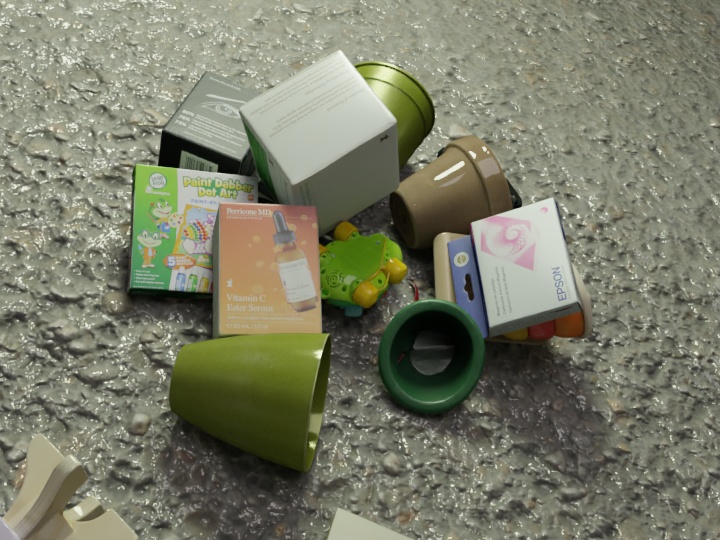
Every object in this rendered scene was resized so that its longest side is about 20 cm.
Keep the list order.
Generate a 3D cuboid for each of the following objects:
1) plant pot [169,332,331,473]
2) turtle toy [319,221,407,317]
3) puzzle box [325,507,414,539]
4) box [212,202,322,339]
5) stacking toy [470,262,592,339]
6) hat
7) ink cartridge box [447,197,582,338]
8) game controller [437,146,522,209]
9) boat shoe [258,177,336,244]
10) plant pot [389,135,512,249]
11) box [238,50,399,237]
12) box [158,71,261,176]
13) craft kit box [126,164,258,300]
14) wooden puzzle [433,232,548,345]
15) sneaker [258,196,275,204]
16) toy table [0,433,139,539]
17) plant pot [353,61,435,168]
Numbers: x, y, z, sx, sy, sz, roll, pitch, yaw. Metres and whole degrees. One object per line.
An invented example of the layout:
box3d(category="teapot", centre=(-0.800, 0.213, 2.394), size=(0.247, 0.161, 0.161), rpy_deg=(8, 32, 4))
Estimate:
box3d(category="plant pot", centre=(-0.153, 0.165, 1.264), size=(0.197, 0.189, 0.188), rpy_deg=(8, 45, 4))
box3d(category="turtle toy", centre=(0.000, 0.000, 1.512), size=(0.145, 0.102, 0.199), rpy_deg=(38, 49, 20))
box3d(category="puzzle box", centre=(0.038, 0.408, 1.209), size=(0.198, 0.026, 0.134), rpy_deg=(24, 45, -1))
box3d(category="box", centre=(-0.142, 0.013, 1.372), size=(0.150, 0.106, 0.203), rpy_deg=(1, 72, -14))
box3d(category="stacking toy", centre=(0.266, 0.068, 1.510), size=(0.198, 0.147, 0.147), rpy_deg=(-19, 55, -4))
box3d(category="hat", centre=(0.113, 0.129, 1.504), size=(0.164, 0.176, 0.202), rpy_deg=(27, 84, 2))
box3d(category="ink cartridge box", centre=(0.237, 0.000, 1.480), size=(0.198, 0.043, 0.198), rpy_deg=(-17, 57, 17))
box3d(category="game controller", centre=(0.235, -0.181, 1.836), size=(0.103, 0.042, 0.201), rpy_deg=(-21, 59, -19))
box3d(category="boat shoe", centre=(-0.099, -0.106, 1.580), size=(0.199, 0.073, 0.062), rpy_deg=(32, 82, 13))
box3d(category="plant pot", centre=(0.150, -0.118, 1.651), size=(0.173, 0.201, 0.201), rpy_deg=(-21, 58, -14))
box3d(category="box", centre=(-0.060, -0.193, 1.479), size=(0.199, 0.200, 0.172), rpy_deg=(-32, 67, -11))
box3d(category="box", centre=(-0.245, -0.233, 1.608), size=(0.146, 0.105, 0.201), rpy_deg=(22, 44, 2))
box3d(category="craft kit box", centre=(-0.258, -0.056, 1.442), size=(0.197, 0.048, 0.200), rpy_deg=(4, 72, -20))
box3d(category="wooden puzzle", centre=(0.220, 0.035, 1.589), size=(0.197, 0.046, 0.188), rpy_deg=(4, 69, -14))
box3d(category="sneaker", centre=(-0.225, -0.077, 1.521), size=(0.197, 0.076, 0.077), rpy_deg=(-1, 61, -14))
box3d(category="toy table", centre=(-0.353, 0.290, 1.060), size=(0.200, 0.184, 0.117), rpy_deg=(45, 64, 9))
box3d(category="plant pot", centre=(0.014, -0.242, 1.699), size=(0.199, 0.201, 0.194), rpy_deg=(26, 56, 1))
